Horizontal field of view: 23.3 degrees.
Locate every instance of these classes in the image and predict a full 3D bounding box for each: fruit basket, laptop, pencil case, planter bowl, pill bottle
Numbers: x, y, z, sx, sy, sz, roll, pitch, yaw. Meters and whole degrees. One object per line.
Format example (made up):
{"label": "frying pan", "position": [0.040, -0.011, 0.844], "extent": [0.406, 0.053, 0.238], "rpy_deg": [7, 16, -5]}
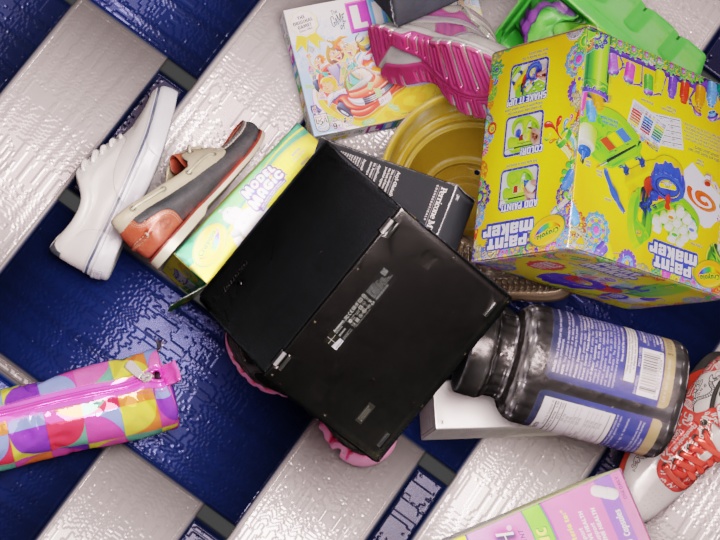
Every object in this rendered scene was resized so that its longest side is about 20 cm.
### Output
{"label": "fruit basket", "position": [0.221, -0.188, 1.709], "extent": [0.215, 0.156, 0.216], "rpy_deg": [10, 61, -18]}
{"label": "laptop", "position": [-0.008, 0.025, 1.536], "extent": [0.200, 0.116, 0.187], "rpy_deg": [38, 95, -11]}
{"label": "pencil case", "position": [-0.265, 0.128, 1.621], "extent": [0.199, 0.088, 0.089], "rpy_deg": [-15, 81, -10]}
{"label": "planter bowl", "position": [0.111, -0.072, 1.715], "extent": [0.200, 0.083, 0.201], "rpy_deg": [1, 79, -8]}
{"label": "pill bottle", "position": [0.190, 0.095, 1.595], "extent": [0.199, 0.112, 0.112], "rpy_deg": [15, 77, -4]}

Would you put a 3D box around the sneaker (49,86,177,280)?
{"label": "sneaker", "position": [-0.236, -0.093, 1.674], "extent": [0.071, 0.073, 0.200], "rpy_deg": [23, 77, -6]}

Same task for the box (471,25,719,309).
{"label": "box", "position": [0.217, -0.083, 1.521], "extent": [0.200, 0.122, 0.193], "rpy_deg": [17, 74, -37]}

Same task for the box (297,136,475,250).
{"label": "box", "position": [0.000, 0.000, 1.581], "extent": [0.141, 0.079, 0.201], "rpy_deg": [21, 89, 21]}

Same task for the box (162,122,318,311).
{"label": "box", "position": [-0.119, -0.045, 1.658], "extent": [0.048, 0.117, 0.200], "rpy_deg": [41, 76, -4]}

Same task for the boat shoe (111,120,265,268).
{"label": "boat shoe", "position": [-0.160, -0.085, 1.659], "extent": [0.063, 0.071, 0.200], "rpy_deg": [40, 53, -3]}

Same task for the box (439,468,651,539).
{"label": "box", "position": [0.180, 0.306, 1.642], "extent": [0.199, 0.097, 0.176], "rpy_deg": [-21, 82, -11]}

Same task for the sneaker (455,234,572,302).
{"label": "sneaker", "position": [0.109, 0.002, 1.629], "extent": [0.199, 0.076, 0.071], "rpy_deg": [8, 83, 16]}

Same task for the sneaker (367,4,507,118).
{"label": "sneaker", "position": [0.100, -0.212, 1.669], "extent": [0.088, 0.082, 0.200], "rpy_deg": [-35, 42, -27]}

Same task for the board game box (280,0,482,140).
{"label": "board game box", "position": [0.031, -0.212, 1.757], "extent": [0.199, 0.034, 0.135], "rpy_deg": [-13, 80, -10]}

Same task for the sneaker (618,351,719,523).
{"label": "sneaker", "position": [0.330, 0.163, 1.681], "extent": [0.067, 0.108, 0.202], "rpy_deg": [44, 74, -20]}

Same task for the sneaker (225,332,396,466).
{"label": "sneaker", "position": [-0.042, 0.103, 1.652], "extent": [0.200, 0.095, 0.079], "rpy_deg": [38, 78, 2]}

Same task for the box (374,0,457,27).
{"label": "box", "position": [0.069, -0.367, 1.705], "extent": [0.200, 0.124, 0.197], "rpy_deg": [-26, 49, -13]}

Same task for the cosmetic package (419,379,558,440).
{"label": "cosmetic package", "position": [0.161, 0.131, 1.682], "extent": [0.199, 0.083, 0.051], "rpy_deg": [-1, 79, -9]}
